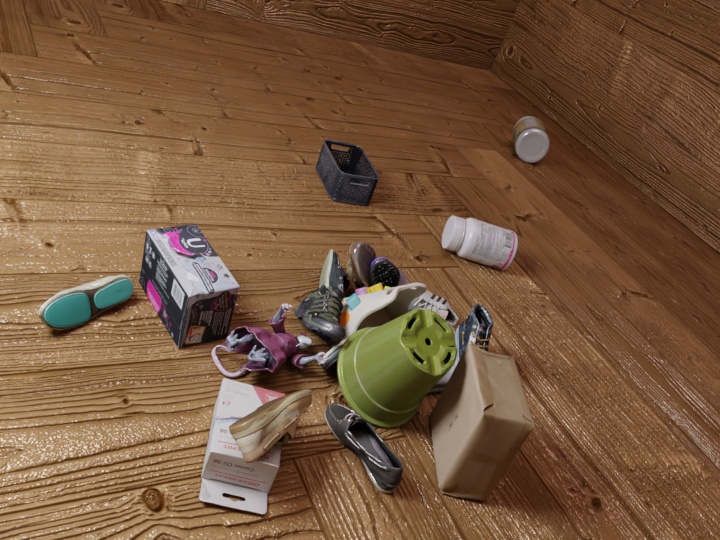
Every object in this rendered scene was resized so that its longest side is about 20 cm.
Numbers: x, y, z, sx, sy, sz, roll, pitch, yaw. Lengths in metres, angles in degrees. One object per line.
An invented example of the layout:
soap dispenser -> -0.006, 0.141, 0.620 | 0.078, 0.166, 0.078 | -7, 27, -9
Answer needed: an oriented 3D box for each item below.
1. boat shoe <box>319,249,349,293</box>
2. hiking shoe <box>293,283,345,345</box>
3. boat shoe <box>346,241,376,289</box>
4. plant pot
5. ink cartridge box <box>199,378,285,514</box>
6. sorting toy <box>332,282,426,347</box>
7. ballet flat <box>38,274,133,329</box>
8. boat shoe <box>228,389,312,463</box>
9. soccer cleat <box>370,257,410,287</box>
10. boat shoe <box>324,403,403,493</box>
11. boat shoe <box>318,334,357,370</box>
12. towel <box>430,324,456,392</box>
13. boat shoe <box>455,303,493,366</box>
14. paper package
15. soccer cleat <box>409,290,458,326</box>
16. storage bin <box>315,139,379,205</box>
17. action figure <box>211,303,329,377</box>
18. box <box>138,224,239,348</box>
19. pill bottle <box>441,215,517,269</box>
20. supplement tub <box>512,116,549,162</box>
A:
boat shoe -> -0.056, 0.031, 1.525 | 0.064, 0.076, 0.202 | 17, 33, -13
hiking shoe -> -0.072, 0.078, 1.353 | 0.075, 0.102, 0.199 | 38, -4, -28
boat shoe -> 0.000, 0.000, 1.535 | 0.070, 0.202, 0.077 | 13, 62, 23
plant pot -> 0.083, 0.166, 1.245 | 0.195, 0.190, 0.205 | 15, 57, -24
ink cartridge box -> -0.187, 0.280, 1.080 | 0.113, 0.069, 0.202 | 16, 33, -14
sorting toy -> 0.046, 0.071, 1.412 | 0.197, 0.178, 0.110 | -14, 82, -46
ballet flat -> -0.506, 0.057, 1.223 | 0.061, 0.070, 0.198 | 7, 18, 32
boat shoe -> -0.134, 0.242, 1.058 | 0.199, 0.070, 0.066 | -18, 86, -61
soccer cleat -> 0.069, 0.017, 1.551 | 0.200, 0.067, 0.074 | 47, 19, -50
boat shoe -> 0.009, 0.299, 1.191 | 0.066, 0.058, 0.200 | -11, 46, -42
boat shoe -> 0.000, 0.169, 1.362 | 0.197, 0.073, 0.063 | -17, 65, -43
towel -> 0.165, 0.189, 1.467 | 0.195, 0.049, 0.173 | 0, 42, -33
boat shoe -> 0.247, 0.162, 1.432 | 0.069, 0.092, 0.203 | 16, 35, -12
paper package -> 0.212, 0.275, 1.225 | 0.101, 0.204, 0.193 | 15, 31, -11
soccer cleat -> 0.158, 0.086, 1.554 | 0.198, 0.069, 0.085 | 20, 19, -50
storage bin -> -0.042, -0.292, 1.989 | 0.132, 0.095, 0.202 | 5, 37, -27
action figure -> -0.159, 0.156, 1.280 | 0.136, 0.148, 0.199 | 58, 22, 17
box -> -0.334, 0.024, 1.297 | 0.113, 0.134, 0.200 | -11, 45, -40
pill bottle -> 0.339, -0.083, 1.910 | 0.195, 0.115, 0.115 | 16, 32, -12
supplement tub -> 0.715, -0.558, 2.821 | 0.141, 0.147, 0.202 | 19, 31, -5
